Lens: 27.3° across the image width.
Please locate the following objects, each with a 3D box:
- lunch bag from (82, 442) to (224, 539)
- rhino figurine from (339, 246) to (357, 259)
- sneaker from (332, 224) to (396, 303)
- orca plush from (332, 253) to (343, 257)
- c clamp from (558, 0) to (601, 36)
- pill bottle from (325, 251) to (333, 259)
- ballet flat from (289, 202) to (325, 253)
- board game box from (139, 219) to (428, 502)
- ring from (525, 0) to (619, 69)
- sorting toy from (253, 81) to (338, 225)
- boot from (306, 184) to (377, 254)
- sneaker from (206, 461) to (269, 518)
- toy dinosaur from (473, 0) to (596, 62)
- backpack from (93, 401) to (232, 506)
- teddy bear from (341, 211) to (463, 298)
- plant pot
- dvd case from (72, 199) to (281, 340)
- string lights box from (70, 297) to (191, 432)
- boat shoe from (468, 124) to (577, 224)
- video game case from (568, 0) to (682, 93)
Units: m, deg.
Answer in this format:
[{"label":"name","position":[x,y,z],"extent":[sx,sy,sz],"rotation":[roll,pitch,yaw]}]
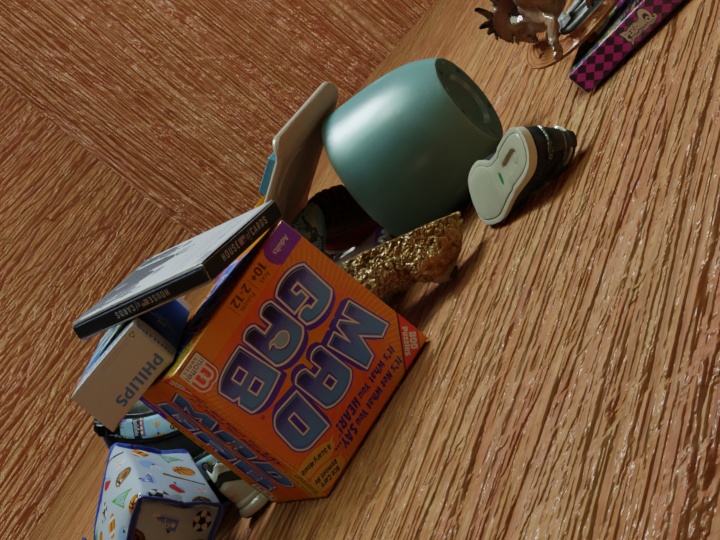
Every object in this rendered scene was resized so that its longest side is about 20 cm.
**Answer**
[{"label":"lunch bag","position":[-0.246,0.320,1.676],"extent":[0.170,0.122,0.203],"rotation":[-139,61,-66]},{"label":"rhino figurine","position":[-0.010,0.003,2.007],"extent":[0.201,0.059,0.087],"rotation":[-56,7,-12]},{"label":"sneaker","position":[0.000,0.000,1.812],"extent":[0.087,0.081,0.201],"rotation":[-1,33,19]},{"label":"orca plush","position":[-0.034,-0.006,2.114],"extent":[0.201,0.071,0.105],"rotation":[-50,9,13]},{"label":"c clamp","position":[0.286,-0.348,1.786],"extent":[0.201,0.027,0.171],"rotation":[-51,5,10]},{"label":"pill bottle","position":[-0.079,0.077,1.908],"extent":[0.201,0.109,0.110],"rotation":[-52,9,0]},{"label":"ballet flat","position":[-0.082,0.011,1.821],"extent":[0.074,0.073,0.203],"rotation":[150,123,-66]},{"label":"board game box","position":[-0.088,0.103,1.573],"extent":[0.201,0.199,0.200],"rotation":[-55,10,-20]},{"label":"ring","position":[0.261,-0.308,1.689],"extent":[0.201,0.019,0.201],"rotation":[-49,17,21]},{"label":"sorting toy","position":[-0.090,-0.115,1.843],"extent":[0.186,0.036,0.202],"rotation":[-56,-16,-52]},{"label":"boot","position":[0.015,-0.076,1.950],"extent":[0.197,0.076,0.108],"rotation":[-13,-22,-16]},{"label":"sneaker","position":[-0.103,0.185,1.718],"extent":[0.201,0.080,0.074],"rotation":[-57,11,-34]},{"label":"toy dinosaur","position":[0.184,-0.319,1.636],"extent":[0.086,0.135,0.202],"rotation":[-36,-45,-35]},{"label":"backpack","position":[-0.201,0.209,1.821],"extent":[0.198,0.184,0.134],"rotation":[-28,-4,25]},{"label":"teddy bear","position":[0.036,0.000,1.650],"extent":[0.198,0.068,0.145],"rotation":[-23,2,21]},{"label":"plant pot","position":[0.077,-0.160,1.807],"extent":[0.161,0.201,0.201],"rotation":[-39,14,25]},{"label":"dvd case","position":[-0.188,0.000,1.521],"extent":[0.198,0.025,0.150],"rotation":[-22,15,36]},{"label":"string lights box","position":[-0.239,0.085,1.569],"extent":[0.103,0.059,0.200],"rotation":[-49,10,9]},{"label":"boat shoe","position":[0.167,-0.100,1.567],"extent":[0.067,0.073,0.200],"rotation":[-16,-11,-19]},{"label":"video game case","position":[0.319,-0.309,1.635],"extent":[0.200,0.036,0.182],"rotation":[-46,11,38]}]
